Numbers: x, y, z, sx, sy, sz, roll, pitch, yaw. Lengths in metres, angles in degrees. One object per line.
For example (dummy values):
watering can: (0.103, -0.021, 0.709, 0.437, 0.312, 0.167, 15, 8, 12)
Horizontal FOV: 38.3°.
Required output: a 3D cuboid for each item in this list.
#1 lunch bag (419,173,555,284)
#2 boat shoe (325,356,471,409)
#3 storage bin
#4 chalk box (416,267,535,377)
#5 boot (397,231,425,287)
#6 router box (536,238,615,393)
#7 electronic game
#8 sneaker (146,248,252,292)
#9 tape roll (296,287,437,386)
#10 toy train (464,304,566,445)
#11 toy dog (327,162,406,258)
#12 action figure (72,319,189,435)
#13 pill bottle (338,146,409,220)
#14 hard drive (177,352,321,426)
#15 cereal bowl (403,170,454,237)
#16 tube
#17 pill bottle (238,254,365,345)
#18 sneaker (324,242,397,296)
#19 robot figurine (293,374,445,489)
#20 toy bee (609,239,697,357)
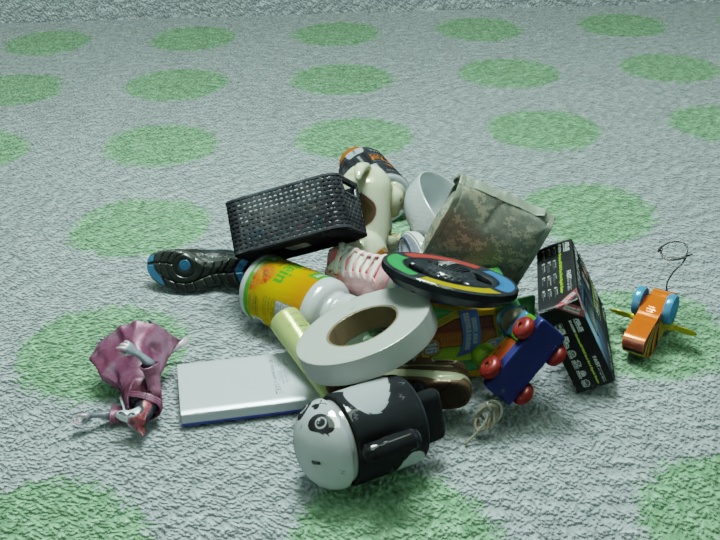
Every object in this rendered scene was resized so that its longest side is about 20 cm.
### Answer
lunch bag: (0.197, -0.058, 1.636, 0.164, 0.200, 0.118, 25, 47, -3)
boat shoe: (0.053, 0.151, 1.450, 0.202, 0.075, 0.075, 5, 37, 1)
storage bin: (-0.104, -0.082, 1.690, 0.200, 0.094, 0.135, -15, -10, 16)
chalk box: (0.171, 0.079, 1.571, 0.199, 0.125, 0.124, -6, 29, -6)
boot: (0.074, 0.011, 1.710, 0.090, 0.073, 0.200, -2, 44, -18)
router box: (0.322, 0.064, 1.558, 0.062, 0.150, 0.200, -20, 24, 19)
electronic game: (0.127, 0.009, 1.479, 0.200, 0.042, 0.200, 11, 14, -3)
sneaker: (-0.271, -0.003, 1.812, 0.199, 0.073, 0.082, 5, 12, 0)
tape roll: (0.008, 0.089, 1.435, 0.202, 0.037, 0.203, -20, 21, 8)
toy train: (0.186, 0.141, 1.452, 0.200, 0.085, 0.116, -50, 24, 3)
toy dog: (0.013, -0.070, 1.803, 0.139, 0.194, 0.200, 8, 64, -1)
action figure: (-0.322, 0.168, 1.490, 0.149, 0.134, 0.200, 30, 22, -39)
pill bottle: (0.019, -0.181, 2.075, 0.106, 0.106, 0.200, -10, 30, -16)
hard drive: (-0.165, 0.170, 1.519, 0.199, 0.025, 0.132, -6, 29, -9)
cereal bowl: (0.149, -0.076, 1.841, 0.200, 0.083, 0.200, 34, 31, -24)
tube: (-0.060, 0.134, 1.508, 0.058, 0.052, 0.200, -35, 55, -8)
pill bottle: (-0.086, 0.054, 1.640, 0.200, 0.111, 0.111, 20, 35, 34)
sneaker: (0.000, 0.000, 1.642, 0.075, 0.105, 0.200, -59, 11, -17)
robot figurine: (0.010, 0.205, 1.342, 0.200, 0.150, 0.125, -15, 65, -25)
toy bee: (0.474, 0.069, 1.627, 0.200, 0.109, 0.131, -39, 49, -13)
